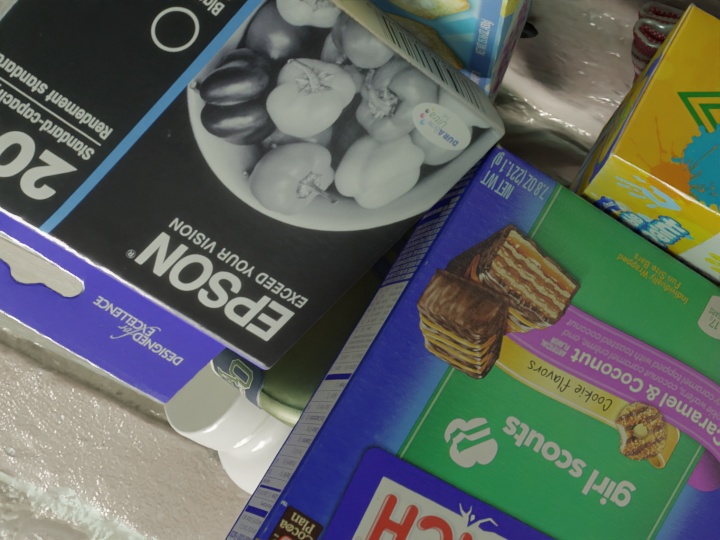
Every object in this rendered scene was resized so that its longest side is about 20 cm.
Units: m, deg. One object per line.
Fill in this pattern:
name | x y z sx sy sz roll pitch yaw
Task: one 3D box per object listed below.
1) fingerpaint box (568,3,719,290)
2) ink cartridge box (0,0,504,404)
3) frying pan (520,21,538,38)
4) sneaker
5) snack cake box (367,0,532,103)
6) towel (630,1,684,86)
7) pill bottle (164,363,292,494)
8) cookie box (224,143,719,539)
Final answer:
fingerpaint box | 0.174 -0.017 0.835 0.166 0.074 0.200 29 171 3
ink cartridge box | -0.079 -0.043 0.775 0.198 0.200 0.043 33 -159 -34
frying pan | -0.014 -0.132 0.965 0.189 0.031 0.115 26 171 -2
sneaker | 0.000 0.000 0.936 0.090 0.200 0.067 20 133 14
snack cake box | 0.014 -0.134 0.800 0.115 0.067 0.200 22 168 5
towel | 0.190 -0.052 0.906 0.146 0.030 0.200 22 168 13
pill bottle | -0.007 0.088 1.121 0.200 0.113 0.112 29 167 -34
cookie box | 0.066 0.079 0.822 0.171 0.200 0.075 32 171 -6
